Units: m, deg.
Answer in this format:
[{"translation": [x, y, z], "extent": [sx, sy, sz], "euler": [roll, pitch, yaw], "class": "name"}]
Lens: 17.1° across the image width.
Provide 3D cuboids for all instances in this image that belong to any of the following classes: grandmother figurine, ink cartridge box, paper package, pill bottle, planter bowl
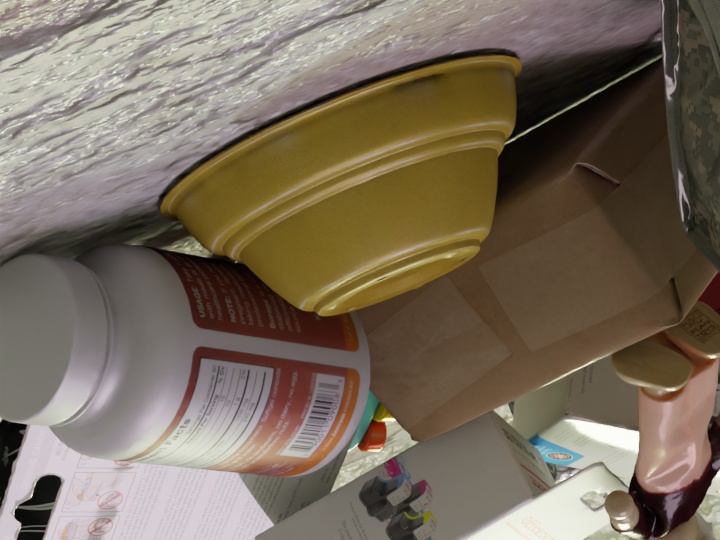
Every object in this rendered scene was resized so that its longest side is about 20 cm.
[{"translation": [0.176, 0.106, 1.354], "extent": [0.121, 0.061, 0.200], "euler": [-27, 139, -23], "class": "grandmother figurine"}, {"translation": [0.054, 0.146, 1.402], "extent": [0.200, 0.068, 0.115], "euler": [-30, 155, 8], "class": "ink cartridge box"}, {"translation": [0.109, -0.017, 1.352], "extent": [0.200, 0.104, 0.191], "euler": [-29, -169, 38], "class": "paper package"}, {"translation": [-0.099, 0.046, 1.253], "extent": [0.200, 0.113, 0.112], "euler": [11, 149, -45], "class": "pill bottle"}, {"translation": [-0.118, 0.128, 1.404], "extent": [0.199, 0.050, 0.161], "euler": [5, 130, -22], "class": "ink cartridge box"}, {"translation": [0.005, -0.031, 1.224], "extent": [0.200, 0.084, 0.200], "euler": [-22, 172, -3], "class": "planter bowl"}, {"translation": [0.204, 0.089, 1.463], "extent": [0.199, 0.067, 0.116], "euler": [12, 161, -12], "class": "ink cartridge box"}]

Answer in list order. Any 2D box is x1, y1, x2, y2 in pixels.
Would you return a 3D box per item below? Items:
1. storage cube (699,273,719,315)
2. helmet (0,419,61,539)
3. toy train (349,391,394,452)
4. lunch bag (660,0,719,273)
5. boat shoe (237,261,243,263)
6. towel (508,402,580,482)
[{"translation": [0.250, -0.022, 1.592], "extent": [0.200, 0.180, 0.171], "euler": [-15, 169, -35], "class": "storage cube"}, {"translation": [-0.140, 0.138, 1.562], "extent": [0.190, 0.201, 0.200], "euler": [-29, 169, 41], "class": "helmet"}, {"translation": [-0.058, 0.055, 1.429], "extent": [0.150, 0.056, 0.200], "euler": [-24, 139, 4], "class": "toy train"}, {"translation": [0.233, -0.096, 1.135], "extent": [0.164, 0.118, 0.200], "euler": [-22, 129, -8], "class": "lunch bag"}, {"translation": [0.000, 0.000, 1.486], "extent": [0.200, 0.060, 0.072], "euler": [-16, 170, -40], "class": "boat shoe"}, {"translation": [0.172, 0.044, 1.734], "extent": [0.165, 0.201, 0.086], "euler": [-19, 172, -16], "class": "towel"}]
